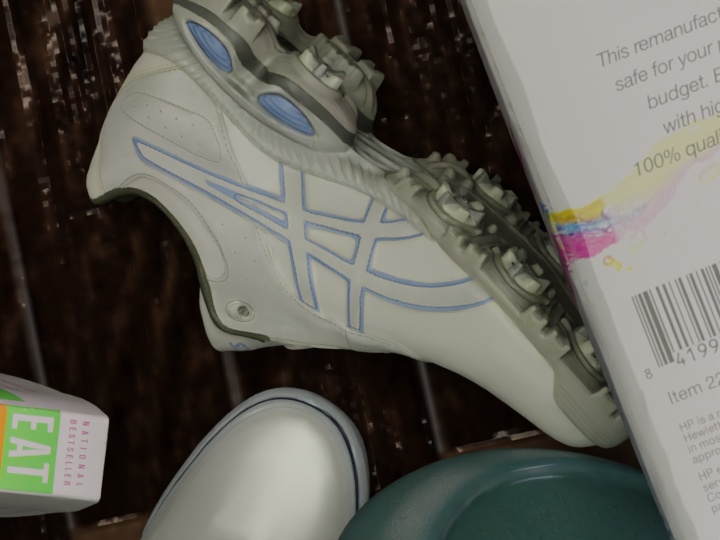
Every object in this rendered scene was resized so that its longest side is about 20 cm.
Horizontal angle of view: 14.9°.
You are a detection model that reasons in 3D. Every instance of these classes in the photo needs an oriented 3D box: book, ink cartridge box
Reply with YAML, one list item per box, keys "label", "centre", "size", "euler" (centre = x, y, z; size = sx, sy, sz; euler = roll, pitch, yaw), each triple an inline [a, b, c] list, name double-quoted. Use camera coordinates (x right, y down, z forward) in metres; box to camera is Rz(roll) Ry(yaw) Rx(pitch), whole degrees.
- label: "book"
  centre: [-0.188, 0.041, 0.794]
  size: [0.199, 0.133, 0.048]
  euler: [8, 85, -24]
- label: "ink cartridge box"
  centre: [0.120, -0.036, 0.772]
  size: [0.144, 0.085, 0.201]
  euler: [-21, 82, 3]

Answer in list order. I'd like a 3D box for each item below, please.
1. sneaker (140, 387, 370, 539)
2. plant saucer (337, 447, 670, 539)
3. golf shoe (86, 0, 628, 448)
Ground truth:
- label: "sneaker"
  centre: [-0.055, 0.129, 0.846]
  size: [0.073, 0.071, 0.201]
  euler: [25, 86, 6]
- label: "plant saucer"
  centre: [0.083, 0.122, 0.787]
  size: [0.200, 0.200, 0.027]
  euler: [37, 127, 7]
- label: "golf shoe"
  centre: [0.000, 0.000, 0.868]
  size: [0.200, 0.078, 0.097]
  euler: [43, 105, 13]
